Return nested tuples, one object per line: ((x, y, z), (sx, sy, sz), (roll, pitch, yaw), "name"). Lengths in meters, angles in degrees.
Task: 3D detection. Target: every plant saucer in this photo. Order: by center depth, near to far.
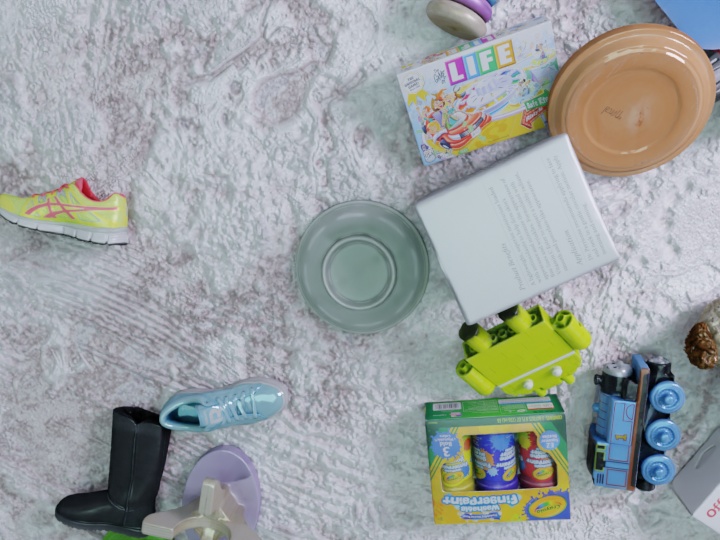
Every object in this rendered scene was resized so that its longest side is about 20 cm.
((0.338, -0.205, 0.802), (0.199, 0.032, 0.201), (5, 129, 6), "plant saucer")
((0.000, 0.000, 0.919), (0.199, 0.050, 0.201), (1, 101, 5), "plant saucer")

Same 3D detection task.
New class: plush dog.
((0.530, 0.111, 0.857), (0.199, 0.161, 0.172), (-32, 81, -16), "plush dog")

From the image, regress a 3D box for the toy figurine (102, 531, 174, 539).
((-0.355, 0.512, 0.991), (0.199, 0.184, 0.151), (6, 102, 4), "toy figurine")

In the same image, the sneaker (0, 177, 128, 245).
((-0.434, -0.096, 0.941), (0.199, 0.078, 0.091), (11, 94, -2), "sneaker")

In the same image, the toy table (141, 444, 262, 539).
((-0.229, 0.389, 0.988), (0.183, 0.117, 0.201), (-1, 100, 6), "toy table")

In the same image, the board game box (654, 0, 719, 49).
((0.435, -0.367, 0.794), (0.158, 0.039, 0.201), (-34, 81, 4), "board game box")

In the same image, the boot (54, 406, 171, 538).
((-0.395, 0.314, 1.015), (0.164, 0.066, 0.201), (10, 105, -5), "boot")

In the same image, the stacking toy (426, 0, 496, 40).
((0.162, -0.403, 0.809), (0.085, 0.085, 0.201), (25, 99, 1), "stacking toy")

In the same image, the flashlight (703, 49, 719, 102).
((0.511, -0.293, 0.802), (0.199, 0.068, 0.068), (-33, 93, 7), "flashlight")

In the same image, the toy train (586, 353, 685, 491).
((0.386, 0.216, 0.904), (0.113, 0.087, 0.201), (4, 102, 11), "toy train")

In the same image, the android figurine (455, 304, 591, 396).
((0.226, 0.117, 0.879), (0.182, 0.041, 0.200), (-30, 129, 24), "android figurine")

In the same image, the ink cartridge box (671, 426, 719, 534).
((0.578, 0.328, 0.903), (0.199, 0.084, 0.145), (33, 102, 0), "ink cartridge box")

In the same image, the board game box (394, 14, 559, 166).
((0.159, -0.232, 0.838), (0.199, 0.034, 0.135), (-17, 123, 9), "board game box")

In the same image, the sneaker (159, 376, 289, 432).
((-0.209, 0.215, 0.968), (0.199, 0.082, 0.074), (-11, 101, 8), "sneaker")

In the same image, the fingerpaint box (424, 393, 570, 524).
((0.200, 0.279, 0.940), (0.199, 0.073, 0.168), (-4, 101, 7), "fingerpaint box")

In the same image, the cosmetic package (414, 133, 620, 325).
((0.192, -0.057, 0.826), (0.199, 0.165, 0.166), (-24, 96, 10), "cosmetic package")
